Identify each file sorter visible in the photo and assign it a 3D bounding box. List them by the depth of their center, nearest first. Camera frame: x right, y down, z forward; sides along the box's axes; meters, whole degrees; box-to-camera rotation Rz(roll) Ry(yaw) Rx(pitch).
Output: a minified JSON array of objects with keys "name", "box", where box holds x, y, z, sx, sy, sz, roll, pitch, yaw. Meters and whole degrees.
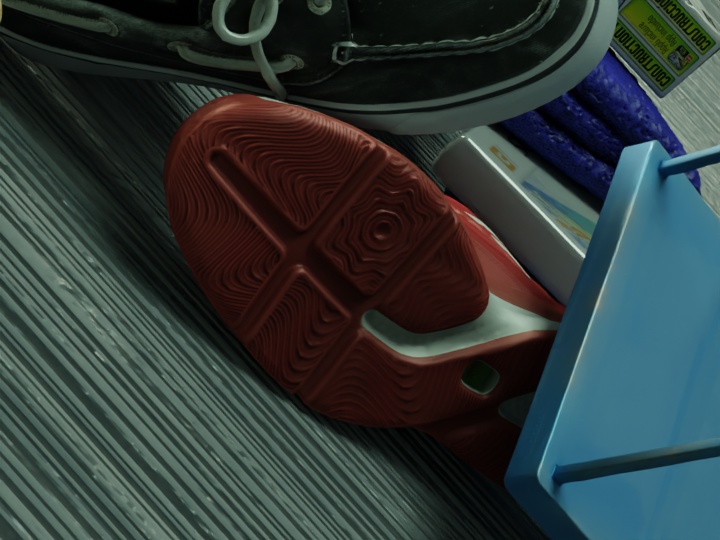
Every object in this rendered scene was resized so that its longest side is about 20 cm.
[{"name":"file sorter","box":[0.164,0.065,0.742,0.200,0.123,0.139,49,47,-29]}]

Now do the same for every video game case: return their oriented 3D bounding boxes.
[{"name":"video game case","box":[0.118,0.013,0.933,0.200,0.022,0.182,46,16,2]}]

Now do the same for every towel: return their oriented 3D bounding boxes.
[{"name":"towel","box":[0.059,-0.108,0.970,0.148,0.050,0.200,33,18,-28]}]

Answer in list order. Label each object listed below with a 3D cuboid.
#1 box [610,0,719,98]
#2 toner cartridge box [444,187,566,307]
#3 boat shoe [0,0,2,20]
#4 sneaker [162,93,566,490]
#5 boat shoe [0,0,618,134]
[{"name":"box","box":[0.091,-0.145,1.013,0.110,0.035,0.200,45,13,-13]},{"name":"toner cartridge box","box":[0.078,0.014,0.950,0.095,0.043,0.200,44,15,-12]},{"name":"boat shoe","box":[-0.127,-0.072,0.581,0.074,0.069,0.200,47,16,4]},{"name":"sneaker","box":[0.000,0.000,0.771,0.200,0.078,0.116,41,2,-33]},{"name":"boat shoe","box":[-0.026,-0.089,0.707,0.199,0.074,0.068,11,-9,12]}]
